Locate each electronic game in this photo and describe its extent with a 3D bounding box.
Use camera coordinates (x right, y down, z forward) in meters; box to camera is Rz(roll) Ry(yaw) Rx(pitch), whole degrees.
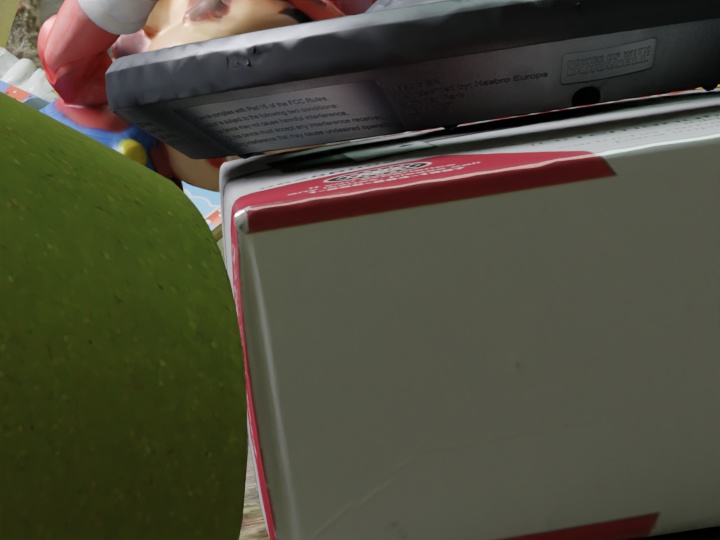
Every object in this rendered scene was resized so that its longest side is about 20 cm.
[{"bbox_3d":[0.036,-0.059,0.700,0.200,0.042,0.200,-9,4,1],"label":"electronic game"}]

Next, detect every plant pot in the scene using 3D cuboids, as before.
[{"bbox_3d":[-0.125,0.024,0.414,0.200,0.188,0.187,6,-2,-27],"label":"plant pot"}]

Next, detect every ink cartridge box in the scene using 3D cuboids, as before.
[{"bbox_3d":[0.042,0.007,0.670,0.146,0.083,0.200,-9,5,-4],"label":"ink cartridge box"}]

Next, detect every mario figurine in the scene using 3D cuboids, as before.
[{"bbox_3d":[-0.064,-0.026,0.820,0.200,0.106,0.123,-40,-11,-12],"label":"mario figurine"}]

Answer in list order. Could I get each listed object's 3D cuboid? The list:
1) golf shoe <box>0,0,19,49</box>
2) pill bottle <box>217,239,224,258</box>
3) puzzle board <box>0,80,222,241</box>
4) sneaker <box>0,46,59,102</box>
[{"bbox_3d":[-0.181,-0.048,1.141,0.075,0.200,0.091,38,11,39],"label":"golf shoe"},{"bbox_3d":[-0.061,-0.032,1.094,0.109,0.109,0.200,-9,4,-7],"label":"pill bottle"},{"bbox_3d":[-0.157,-0.021,0.939,0.200,0.017,0.151,24,48,31],"label":"puzzle board"},{"bbox_3d":[-0.191,-0.021,1.020,0.200,0.088,0.076,-48,-9,-43],"label":"sneaker"}]
